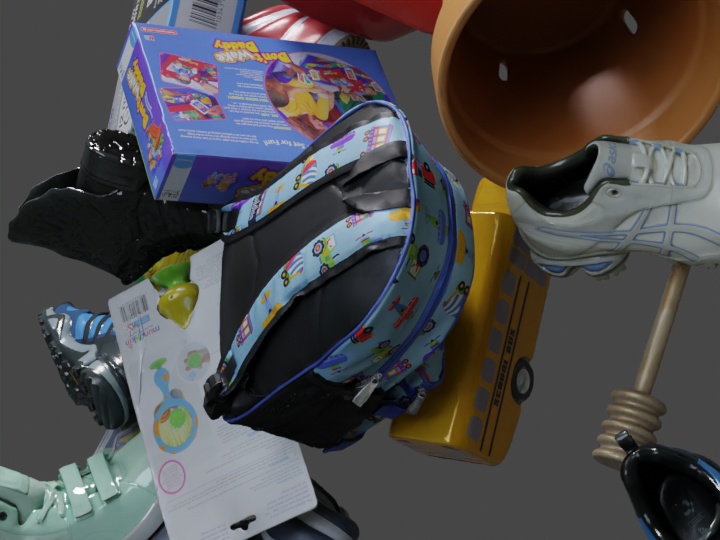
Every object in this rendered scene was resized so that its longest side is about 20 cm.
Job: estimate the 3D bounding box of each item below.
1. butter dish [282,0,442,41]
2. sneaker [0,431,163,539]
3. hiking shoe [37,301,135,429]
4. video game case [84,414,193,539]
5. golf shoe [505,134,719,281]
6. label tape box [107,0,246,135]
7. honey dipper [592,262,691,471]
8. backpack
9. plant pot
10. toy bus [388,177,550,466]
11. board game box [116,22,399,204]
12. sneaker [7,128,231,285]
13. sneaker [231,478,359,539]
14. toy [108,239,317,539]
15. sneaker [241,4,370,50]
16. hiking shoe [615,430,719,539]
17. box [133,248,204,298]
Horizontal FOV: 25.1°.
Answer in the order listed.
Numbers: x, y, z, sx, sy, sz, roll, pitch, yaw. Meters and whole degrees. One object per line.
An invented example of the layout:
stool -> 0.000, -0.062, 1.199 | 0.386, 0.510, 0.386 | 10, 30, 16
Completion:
butter dish -> -0.014, -0.259, 1.250 | 0.148, 0.198, 0.202 | -37, 39, 51
sneaker -> -0.211, 0.155, 1.138 | 0.200, 0.118, 0.074 | -45, 29, -2
hiking shoe -> -0.197, 0.067, 1.298 | 0.086, 0.075, 0.200 | -26, 27, -18
video game case -> -0.157, 0.169, 1.193 | 0.181, 0.023, 0.201 | -9, 45, 45
golf shoe -> 0.185, -0.049, 1.014 | 0.198, 0.097, 0.079 | -15, 55, 26
label tape box -> -0.161, -0.160, 1.316 | 0.200, 0.066, 0.145 | -21, 57, 61
honey dipper -> 0.198, 0.033, 1.046 | 0.038, 0.038, 0.202 | 10, 73, 39
backpack -> 0.000, 0.000, 1.030 | 0.200, 0.134, 0.184 | -39, 41, 39
plant pot -> 0.135, -0.170, 1.088 | 0.199, 0.200, 0.141 | -37, 37, 17
toy bus -> 0.081, 0.028, 1.102 | 0.065, 0.078, 0.202 | 4, 73, 37
board game box -> -0.064, -0.108, 1.164 | 0.045, 0.198, 0.135 | -60, 38, 40
sneaker -> -0.147, -0.033, 1.165 | 0.060, 0.198, 0.105 | -82, 14, -61
sneaker -> -0.080, 0.196, 1.157 | 0.199, 0.070, 0.109 | 7, 64, 47
toy -> -0.098, 0.090, 1.123 | 0.114, 0.047, 0.202 | -26, 72, 20
sneaker -> -0.088, -0.123, 1.298 | 0.112, 0.071, 0.201 | 34, 85, 37
hiking shoe -> 0.217, 0.177, 0.921 | 0.075, 0.086, 0.200 | -51, 50, 7
box -> -0.068, -0.005, 1.197 | 0.198, 0.048, 0.118 | 24, 88, 14
